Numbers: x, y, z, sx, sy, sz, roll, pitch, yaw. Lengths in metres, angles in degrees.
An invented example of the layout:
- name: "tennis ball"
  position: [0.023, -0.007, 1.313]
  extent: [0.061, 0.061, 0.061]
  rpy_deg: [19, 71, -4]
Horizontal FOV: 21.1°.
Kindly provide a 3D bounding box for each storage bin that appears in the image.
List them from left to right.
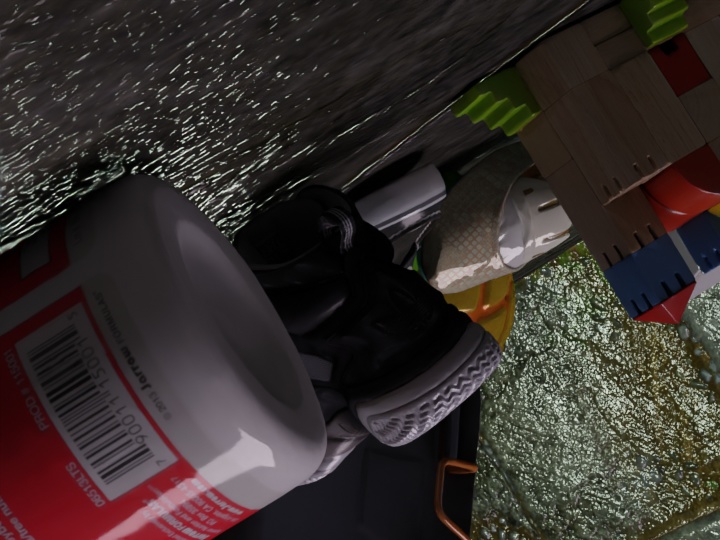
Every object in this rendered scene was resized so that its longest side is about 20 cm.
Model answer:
- name: "storage bin"
  position: [-0.024, 0.122, 1.025]
  extent: [0.145, 0.200, 0.134]
  rpy_deg: [-19, 143, 40]

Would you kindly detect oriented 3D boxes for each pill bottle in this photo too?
- name: "pill bottle"
  position: [-0.121, 0.065, 0.620]
  extent: [0.200, 0.112, 0.112]
  rpy_deg: [-32, 175, 10]

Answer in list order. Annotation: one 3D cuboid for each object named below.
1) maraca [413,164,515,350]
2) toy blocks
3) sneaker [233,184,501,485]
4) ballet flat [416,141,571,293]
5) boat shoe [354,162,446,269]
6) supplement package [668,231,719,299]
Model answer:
- name: "maraca"
  position: [0.039, 0.013, 1.184]
  extent: [0.137, 0.107, 0.200]
  rpy_deg: [-47, 158, -24]
- name: "toy blocks"
  position: [0.159, -0.064, 0.902]
  extent: [0.200, 0.137, 0.100]
  rpy_deg: [-29, 175, -32]
- name: "sneaker"
  position: [-0.020, 0.027, 0.871]
  extent: [0.075, 0.114, 0.200]
  rpy_deg: [-40, -175, -28]
- name: "ballet flat"
  position: [0.108, -0.047, 1.129]
  extent: [0.062, 0.068, 0.200]
  rpy_deg: [7, -148, 36]
- name: "boat shoe"
  position: [0.000, 0.000, 1.044]
  extent: [0.069, 0.057, 0.200]
  rpy_deg: [-29, 175, -29]
- name: "supplement package"
  position: [0.228, -0.089, 1.093]
  extent: [0.200, 0.117, 0.117]
  rpy_deg: [-29, 162, -29]
